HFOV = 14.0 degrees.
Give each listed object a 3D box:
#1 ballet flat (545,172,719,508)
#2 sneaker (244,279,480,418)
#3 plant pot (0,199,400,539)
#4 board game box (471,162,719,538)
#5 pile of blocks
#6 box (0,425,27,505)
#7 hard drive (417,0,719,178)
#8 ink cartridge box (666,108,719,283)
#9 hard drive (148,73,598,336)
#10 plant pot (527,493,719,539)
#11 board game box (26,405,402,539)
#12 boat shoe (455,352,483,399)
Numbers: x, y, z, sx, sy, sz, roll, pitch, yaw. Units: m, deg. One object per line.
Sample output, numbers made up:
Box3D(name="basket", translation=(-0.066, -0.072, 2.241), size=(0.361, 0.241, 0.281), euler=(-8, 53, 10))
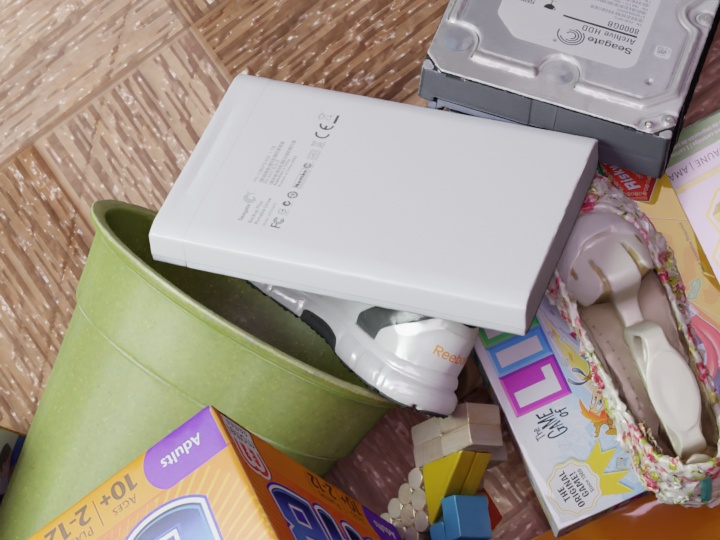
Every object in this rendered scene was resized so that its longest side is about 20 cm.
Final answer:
Box3D(name="ballet flat", translation=(0.143, 0.026, 1.508), size=(0.075, 0.064, 0.201), euler=(-26, 78, -6))
Box3D(name="sneaker", translation=(0.000, 0.000, 1.558), size=(0.200, 0.073, 0.080), euler=(37, 104, 41))
Box3D(name="plant pot", translation=(-0.101, 0.095, 1.569), size=(0.199, 0.200, 0.191), euler=(32, 100, 10))
Box3D(name="board game box", translation=(0.122, 0.022, 1.559), size=(0.134, 0.034, 0.201), euler=(-24, 79, -4))
Box3D(name="pile of blocks", translation=(0.043, 0.161, 1.562), size=(0.082, 0.062, 0.201), euler=(48, 121, 42))
Box3D(name="box", translation=(-0.223, 0.134, 1.555), size=(0.041, 0.200, 0.120), euler=(15, 85, 9))
Box3D(name="hard drive", translation=(0.125, -0.147, 1.584), size=(0.139, 0.038, 0.201), euler=(17, 51, 9))
Box3D(name="ink cartridge box", translation=(0.225, 0.012, 1.598), size=(0.145, 0.048, 0.201), euler=(-28, 77, 2))
Box3D(name="hard drive", translation=(0.009, -0.036, 1.503), size=(0.199, 0.027, 0.132), euler=(11, 45, 16))
Box3D(name="plant pot", translation=(0.180, 0.219, 1.511), size=(0.199, 0.200, 0.184), euler=(-17, 95, 4))
Box3D(name="board game box", translation=(-0.065, 0.227, 1.431), size=(0.200, 0.200, 0.200), euler=(-36, 56, 11))
Box3D(name="boat shoe", translation=(0.017, -0.023, 1.621), size=(0.065, 0.072, 0.200), euler=(-30, 78, -35))
